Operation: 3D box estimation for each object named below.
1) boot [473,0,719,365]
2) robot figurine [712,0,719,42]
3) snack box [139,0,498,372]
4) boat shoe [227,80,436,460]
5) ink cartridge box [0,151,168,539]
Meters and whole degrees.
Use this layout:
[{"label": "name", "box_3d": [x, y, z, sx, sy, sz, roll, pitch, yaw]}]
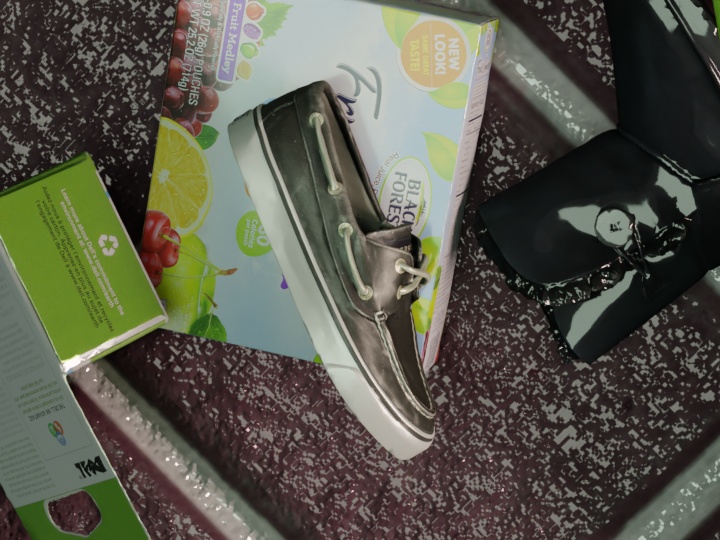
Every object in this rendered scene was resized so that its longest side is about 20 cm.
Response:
[{"label": "boot", "box_3d": [0.128, -0.067, 1.153, 0.168, 0.076, 0.200, -30, 98, 12]}, {"label": "robot figurine", "box_3d": [0.227, -0.174, 1.084, 0.175, 0.116, 0.200, -36, 74, -28]}, {"label": "snack box", "box_3d": [-0.025, -0.055, 1.195, 0.168, 0.068, 0.200, 13, 104, 10]}, {"label": "boat shoe", "box_3d": [0.000, 0.000, 1.129, 0.064, 0.071, 0.200, -25, 93, 15]}, {"label": "ink cartridge box", "box_3d": [-0.164, 0.055, 1.204, 0.148, 0.076, 0.200, -22, 96, 56]}]
